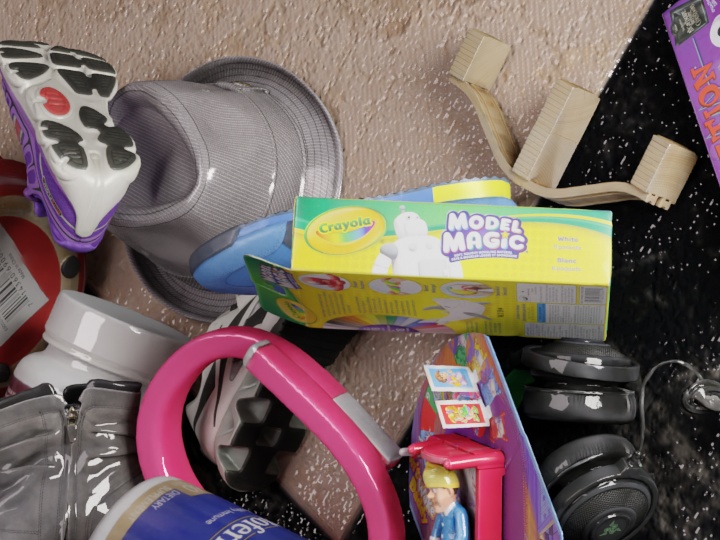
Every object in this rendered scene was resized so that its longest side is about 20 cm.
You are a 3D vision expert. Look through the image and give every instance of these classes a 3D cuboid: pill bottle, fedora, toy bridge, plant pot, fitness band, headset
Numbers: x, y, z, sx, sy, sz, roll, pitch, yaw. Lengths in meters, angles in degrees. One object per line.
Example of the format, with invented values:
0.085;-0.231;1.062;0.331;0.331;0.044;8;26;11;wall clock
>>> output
-0.186;0.122;1.780;0.114;0.114;0.201;25;95;47;pill bottle
-0.058;0.205;1.574;0.200;0.116;0.116;23;93;28;pill bottle
-0.112;-0.062;1.785;0.200;0.090;0.177;35;102;46;fedora
0.113;-0.078;1.605;0.200;0.027;0.067;35;103;47;toy bridge
-0.306;-0.004;1.889;0.182;0.200;0.201;22;92;44;plant pot
-0.052;0.125;1.640;0.200;0.037;0.144;45;120;18;fitness band
0.136;0.094;1.505;0.200;0.094;0.124;-31;61;53;headset

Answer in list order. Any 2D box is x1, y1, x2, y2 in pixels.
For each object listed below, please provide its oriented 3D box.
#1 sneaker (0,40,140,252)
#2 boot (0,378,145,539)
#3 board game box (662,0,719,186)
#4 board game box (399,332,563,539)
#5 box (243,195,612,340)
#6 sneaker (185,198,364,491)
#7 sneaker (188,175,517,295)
-0.200;-0.084;1.777;0.200;0.080;0.084;-110;35;-53;sneaker
-0.221;0.142;1.693;0.070;0.199;0.132;-177;72;-71;boot
0.239;-0.090;1.480;0.120;0.032;0.200;-40;51;35;board game box
0.051;0.138;1.534;0.158;0.039;0.200;114;146;-47;board game box
0.038;0.000;1.517;0.199;0.117;0.049;1;73;4;box
-0.053;0.030;1.704;0.088;0.074;0.200;43;107;43;sneaker
0.000;0.000;1.606;0.199;0.066;0.079;-9;80;2;sneaker
